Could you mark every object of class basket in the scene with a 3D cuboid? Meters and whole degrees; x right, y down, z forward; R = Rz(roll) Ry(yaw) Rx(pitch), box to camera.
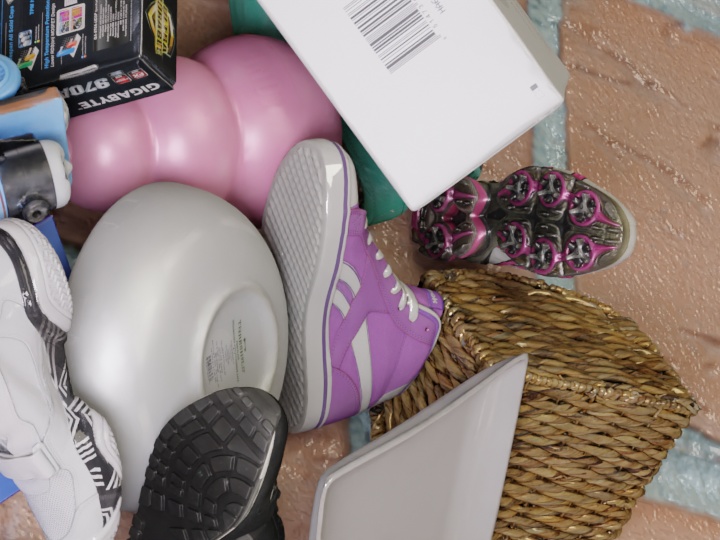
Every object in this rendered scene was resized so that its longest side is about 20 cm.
[{"bbox_3d":[0.098,0.096,1.747,0.199,0.149,0.143,11,29,-35],"label":"basket"}]

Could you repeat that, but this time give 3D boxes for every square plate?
[{"bbox_3d":[0.022,0.162,1.594,0.028,0.199,0.200,31,39,28],"label":"square plate"}]

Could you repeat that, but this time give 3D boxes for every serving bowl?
[{"bbox_3d":[-0.099,0.049,1.540,0.200,0.066,0.201,-16,109,-57],"label":"serving bowl"}]

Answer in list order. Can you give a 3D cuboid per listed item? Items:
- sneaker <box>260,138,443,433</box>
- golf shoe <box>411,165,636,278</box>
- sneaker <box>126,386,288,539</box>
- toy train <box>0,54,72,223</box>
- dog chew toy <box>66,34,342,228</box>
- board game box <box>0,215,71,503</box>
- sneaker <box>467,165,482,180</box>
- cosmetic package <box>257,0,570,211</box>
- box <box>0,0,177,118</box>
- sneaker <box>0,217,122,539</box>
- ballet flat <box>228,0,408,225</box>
[{"bbox_3d":[0.000,0.000,1.632,0.114,0.201,0.073,-14,36,-27],"label":"sneaker"},{"bbox_3d":[0.126,-0.033,1.743,0.092,0.200,0.073,6,92,-36],"label":"golf shoe"},{"bbox_3d":[-0.079,0.140,1.503,0.087,0.200,0.076,-12,49,-46],"label":"sneaker"},{"bbox_3d":[-0.255,-0.052,1.468,0.199,0.087,0.114,-15,47,-15],"label":"toy train"},{"bbox_3d":[-0.111,-0.083,1.626,0.199,0.124,0.125,-8,74,-36],"label":"dog chew toy"},{"bbox_3d":[-0.235,0.070,1.470,0.200,0.045,0.135,-33,111,-44],"label":"board game box"},{"bbox_3d":[0.029,-0.150,1.807,0.200,0.077,0.091,54,42,-7],"label":"sneaker"},{"bbox_3d":[0.029,-0.161,1.651,0.200,0.123,0.200,54,11,-3],"label":"cosmetic package"},{"bbox_3d":[-0.190,-0.188,1.585,0.046,0.158,0.201,41,42,-55],"label":"box"},{"bbox_3d":[-0.206,0.081,1.418,0.115,0.075,0.201,-24,109,-38],"label":"sneaker"},{"bbox_3d":[-0.039,-0.112,1.738,0.070,0.067,0.200,-40,94,-28],"label":"ballet flat"}]
